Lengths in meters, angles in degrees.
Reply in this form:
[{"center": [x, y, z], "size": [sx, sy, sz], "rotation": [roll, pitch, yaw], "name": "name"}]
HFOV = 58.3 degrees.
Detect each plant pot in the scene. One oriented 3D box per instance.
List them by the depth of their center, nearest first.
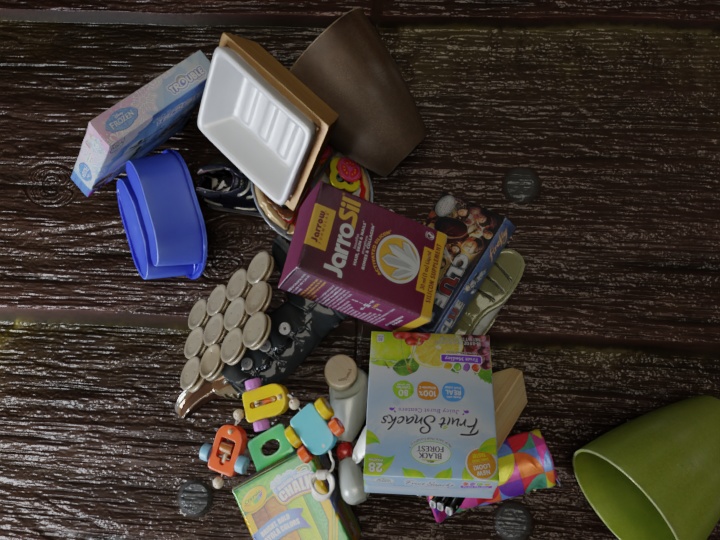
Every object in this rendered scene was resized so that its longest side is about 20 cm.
[{"center": [0.429, 0.267, 0.884], "size": [0.198, 0.187, 0.189], "rotation": [-33, 82, -15], "name": "plant pot"}, {"center": [0.003, -0.247, 0.974], "size": [0.187, 0.187, 0.200], "rotation": [-44, 95, -2], "name": "plant pot"}]

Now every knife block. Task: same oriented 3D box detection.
[{"center": [0.159, 0.238, 0.895], "size": [0.196, 0.177, 0.065], "rotation": [-17, 122, 2], "name": "knife block"}]

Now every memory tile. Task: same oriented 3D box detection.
[{"center": [-0.191, 0.076, 0.924], "size": [0.198, 0.017, 0.156], "rotation": [-33, 44, 31], "name": "memory tile"}]

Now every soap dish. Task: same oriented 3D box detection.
[{"center": [-0.129, -0.207, 0.898], "size": [0.199, 0.158, 0.081], "rotation": [42, 45, 11], "name": "soap dish"}]

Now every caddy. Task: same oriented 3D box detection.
[{"center": [-0.292, -0.083, 0.983], "size": [0.103, 0.141, 0.204], "rotation": [-13, 81, -35], "name": "caddy"}]

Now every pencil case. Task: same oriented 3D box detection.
[{"center": [0.187, 0.297, 0.932], "size": [0.195, 0.088, 0.090], "rotation": [-15, 82, 3], "name": "pencil case"}]

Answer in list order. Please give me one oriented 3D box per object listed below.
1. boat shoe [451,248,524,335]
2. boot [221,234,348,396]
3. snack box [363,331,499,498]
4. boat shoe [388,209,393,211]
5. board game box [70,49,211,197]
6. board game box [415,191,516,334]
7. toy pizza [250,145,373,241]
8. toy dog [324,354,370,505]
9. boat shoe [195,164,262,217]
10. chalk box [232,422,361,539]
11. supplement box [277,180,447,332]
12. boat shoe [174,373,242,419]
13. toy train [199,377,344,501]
[{"center": [0.171, 0.055, 0.968], "size": [0.074, 0.068, 0.201], "rotation": [40, 89, 20], "name": "boat shoe"}, {"center": [-0.134, 0.073, 0.940], "size": [0.200, 0.066, 0.165], "rotation": [-44, 75, 2], "name": "boot"}, {"center": [0.090, 0.184, 0.843], "size": [0.164, 0.068, 0.204], "rotation": [1, 55, 4], "name": "snack box"}, {"center": [0.000, 0.000, 0.985], "size": [0.068, 0.072, 0.201], "rotation": [40, 87, 6], "name": "boat shoe"}, {"center": [-0.316, -0.209, 0.934], "size": [0.044, 0.198, 0.200], "rotation": [48, 59, -9], "name": "board game box"}, {"center": [0.123, -0.007, 0.957], "size": [0.135, 0.034, 0.202], "rotation": [29, 85, 46], "name": "board game box"}, {"center": [-0.069, -0.131, 0.982], "size": [0.196, 0.032, 0.205], "rotation": [8, 68, -19], "name": "toy pizza"}, {"center": [0.006, 0.220, 0.931], "size": [0.094, 0.132, 0.205], "rotation": [-9, 84, -1], "name": "toy dog"}, {"center": [-0.160, -0.122, 1.000], "size": [0.195, 0.093, 0.077], "rotation": [1, 83, 5], "name": "boat shoe"}, {"center": [-0.097, 0.326, 0.928], "size": [0.123, 0.124, 0.203], "rotation": [-28, 82, 0], "name": "chalk box"}, {"center": [0.004, -0.013, 0.881], "size": [0.196, 0.103, 0.134], "rotation": [20, 68, -16], "name": "supplement box"}, {"center": [-0.196, 0.162, 0.981], "size": [0.199, 0.076, 0.072], "rotation": [-42, 84, 0], "name": "boat shoe"}, {"center": [-0.113, 0.231, 0.875], "size": [0.195, 0.056, 0.154], "rotation": [9, 82, 16], "name": "toy train"}]
